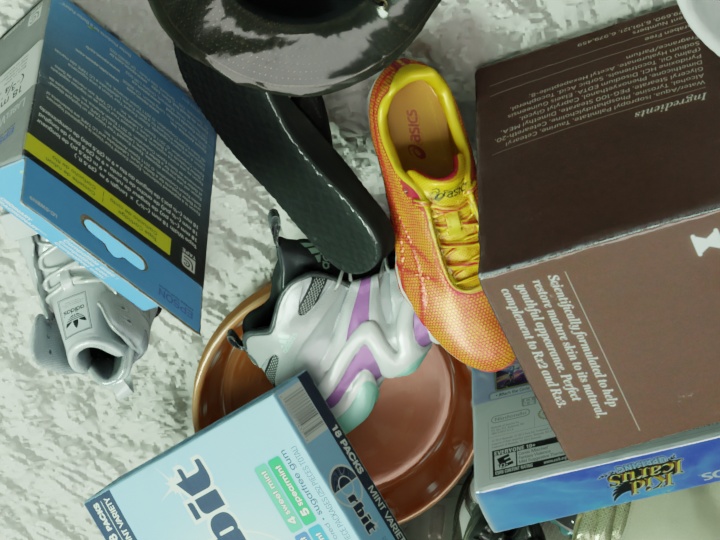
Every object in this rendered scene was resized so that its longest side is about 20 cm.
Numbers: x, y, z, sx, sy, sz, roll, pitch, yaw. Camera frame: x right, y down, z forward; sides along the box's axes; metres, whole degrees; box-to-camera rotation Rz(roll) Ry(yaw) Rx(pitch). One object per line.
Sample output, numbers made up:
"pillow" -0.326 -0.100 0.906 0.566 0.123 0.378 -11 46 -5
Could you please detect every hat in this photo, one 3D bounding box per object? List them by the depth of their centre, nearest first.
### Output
"hat" -0.034 -0.204 1.513 0.199 0.081 0.202 -5 129 -6

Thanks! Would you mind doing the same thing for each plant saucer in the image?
"plant saucer" -0.015 0.087 1.774 0.198 0.032 0.202 -2 117 -4

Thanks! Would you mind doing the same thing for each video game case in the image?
"video game case" 0.170 0.067 1.677 0.198 0.182 0.046 -14 131 14

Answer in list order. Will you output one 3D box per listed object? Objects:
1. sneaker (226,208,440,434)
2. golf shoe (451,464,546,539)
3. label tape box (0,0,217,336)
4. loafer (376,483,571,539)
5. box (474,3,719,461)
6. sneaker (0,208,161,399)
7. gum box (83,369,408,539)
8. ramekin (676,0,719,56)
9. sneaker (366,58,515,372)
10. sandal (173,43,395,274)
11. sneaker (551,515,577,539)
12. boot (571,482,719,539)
"sneaker" 0.000 0.000 1.673 0.200 0.078 0.140 -44 108 8
"golf shoe" 0.105 0.132 1.794 0.077 0.094 0.201 22 93 -17
"label tape box" -0.159 -0.052 1.567 0.063 0.201 0.144 -35 122 29
"loafer" 0.065 0.181 1.870 0.198 0.063 0.072 14 88 -12
"box" 0.171 -0.027 1.582 0.163 0.201 0.166 -16 129 15
"sneaker" -0.184 -0.012 1.659 0.075 0.115 0.200 -19 128 17
"gum box" -0.067 0.181 1.713 0.199 0.044 0.171 -30 92 39
"ramekin" 0.271 -0.209 1.487 0.199 0.098 0.202 1 131 1
"sneaker" 0.049 -0.030 1.607 0.073 0.077 0.201 -22 97 -4
"sandal" -0.045 -0.088 1.619 0.201 0.048 0.075 54 143 -10
"sneaker" 0.227 0.154 1.838 0.198 0.078 0.092 5 116 -8
"boot" 0.208 0.211 1.719 0.153 0.072 0.202 7 101 2
